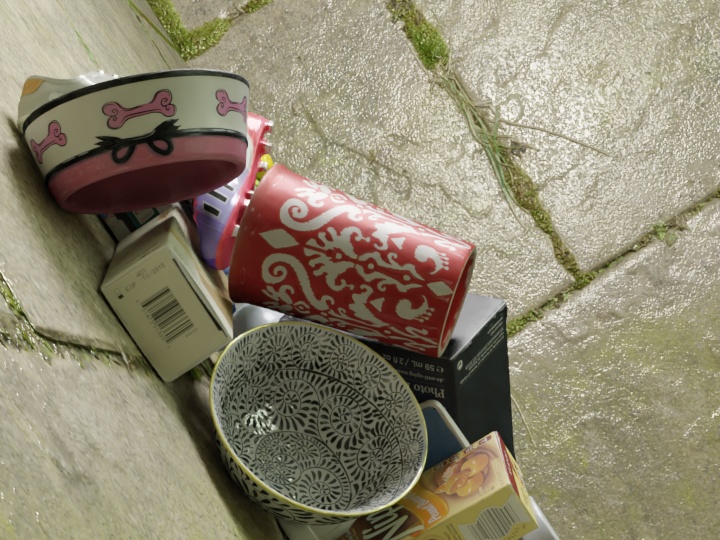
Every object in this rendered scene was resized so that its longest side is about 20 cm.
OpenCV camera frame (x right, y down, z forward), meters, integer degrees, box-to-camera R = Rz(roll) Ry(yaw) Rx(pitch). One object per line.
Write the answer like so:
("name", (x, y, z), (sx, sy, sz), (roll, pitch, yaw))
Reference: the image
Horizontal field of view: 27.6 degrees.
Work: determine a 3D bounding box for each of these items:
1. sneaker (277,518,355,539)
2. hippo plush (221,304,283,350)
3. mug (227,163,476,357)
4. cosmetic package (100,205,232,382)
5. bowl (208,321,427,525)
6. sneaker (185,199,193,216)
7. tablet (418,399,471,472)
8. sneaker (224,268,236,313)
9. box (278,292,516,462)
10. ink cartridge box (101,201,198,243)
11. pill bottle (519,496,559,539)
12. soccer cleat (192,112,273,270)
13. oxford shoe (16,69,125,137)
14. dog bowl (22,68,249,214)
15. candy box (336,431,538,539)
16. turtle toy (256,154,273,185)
("sneaker", (-0.053, 0.173, 1.384), (0.075, 0.088, 0.200), (51, 6, -50))
("hippo plush", (-0.075, 0.060, 1.547), (0.161, 0.159, 0.201), (-80, 157, -70))
("mug", (0.002, -0.010, 1.355), (0.199, 0.134, 0.178), (18, 20, 11))
("cosmetic package", (-0.168, 0.016, 1.310), (0.105, 0.071, 0.200), (57, 3, -14))
("bowl", (-0.050, 0.152, 1.277), (0.201, 0.200, 0.094), (58, -40, 29))
("sneaker", (-0.144, -0.080, 1.448), (0.201, 0.069, 0.100), (56, 7, -3))
("tablet", (0.025, 0.205, 1.417), (0.130, 0.199, 0.014), (56, 29, -16))
("sneaker", (-0.123, 0.052, 1.684), (0.088, 0.075, 0.200), (59, 4, 37))
("box", (0.040, 0.125, 1.466), (0.199, 0.123, 0.199), (11, -56, 30))
("ink cartridge box", (-0.226, -0.082, 1.448), (0.200, 0.067, 0.116), (57, 2, -11))
("pill bottle", (0.107, 0.312, 1.441), (0.115, 0.200, 0.114), (57, 2, -4))
("soccer cleat", (-0.132, -0.077, 1.372), (0.067, 0.076, 0.201), (96, 4, -47))
("oxford shoe", (-0.222, -0.154, 1.341), (0.199, 0.075, 0.058), (-5, 80, -39))
("dog bowl", (-0.185, -0.105, 1.262), (0.200, 0.199, 0.074), (41, 36, -80))
("candy box", (0.056, 0.235, 1.323), (0.055, 0.199, 0.115), (57, 7, -15))
("turtle toy", (-0.172, -0.082, 1.697), (0.201, 0.145, 0.101), (69, 23, -17))
